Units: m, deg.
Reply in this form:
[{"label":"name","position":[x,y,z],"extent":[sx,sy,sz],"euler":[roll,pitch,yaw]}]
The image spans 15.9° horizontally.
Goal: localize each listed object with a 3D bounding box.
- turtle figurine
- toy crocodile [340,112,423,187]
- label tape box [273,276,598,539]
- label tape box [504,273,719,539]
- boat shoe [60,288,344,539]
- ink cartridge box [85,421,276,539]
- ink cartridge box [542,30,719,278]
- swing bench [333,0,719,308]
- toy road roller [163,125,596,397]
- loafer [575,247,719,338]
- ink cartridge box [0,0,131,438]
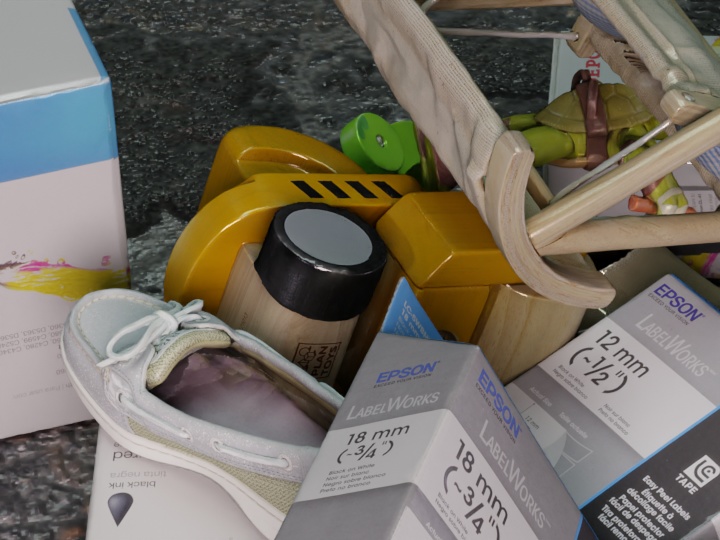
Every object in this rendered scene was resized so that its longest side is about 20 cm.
[{"label":"turtle figurine","position":[0.113,-0.065,1.317],"extent":[0.161,0.064,0.200],"euler":[-8,28,-5]},{"label":"toy crocodile","position":[-0.018,-0.033,1.425],"extent":[0.062,0.068,0.200],"euler":[52,36,-3]},{"label":"label tape box","position":[0.046,0.108,1.033],"extent":[0.063,0.144,0.200],"euler":[-15,31,32]},{"label":"label tape box","position":[0.166,0.072,1.217],"extent":[0.200,0.066,0.143],"euler":[-36,42,-11]},{"label":"boat shoe","position":[-0.059,0.054,1.125],"extent":[0.074,0.065,0.202],"euler":[-28,44,-29]},{"label":"ink cartridge box","position":[-0.047,0.155,1.118],"extent":[0.145,0.084,0.200],"euler":[-2,39,2]},{"label":"ink cartridge box","position":[0.206,-0.066,1.452],"extent":[0.200,0.086,0.148],"euler":[1,34,8]},{"label":"swing bench","position":[0.107,-0.097,1.216],"extent":[0.200,0.130,0.199],"euler":[-18,49,-15]},{"label":"toy road roller","position":[0.000,0.000,1.259],"extent":[0.200,0.123,0.146],"euler":[-1,38,-30]},{"label":"loafer","position":[0.148,0.020,1.341],"extent":[0.200,0.068,0.076],"euler":[19,39,27]},{"label":"ink cartridge box","position":[-0.203,-0.032,1.312],"extent":[0.146,0.200,0.147],"euler":[-12,35,-13]}]
